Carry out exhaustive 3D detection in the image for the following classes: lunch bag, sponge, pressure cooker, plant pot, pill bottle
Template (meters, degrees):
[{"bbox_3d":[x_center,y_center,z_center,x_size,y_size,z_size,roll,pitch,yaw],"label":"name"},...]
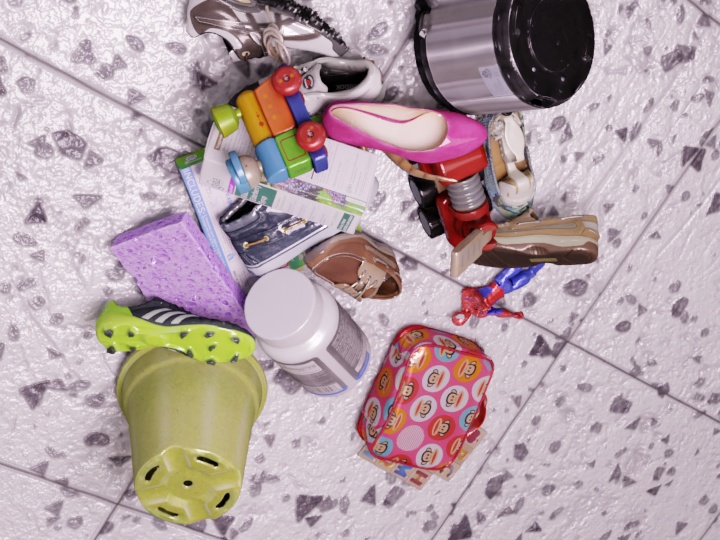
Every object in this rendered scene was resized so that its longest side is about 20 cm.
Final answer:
[{"bbox_3d":[0.105,0.187,1.715,0.176,0.082,0.200,16,106,-27],"label":"lunch bag"},{"bbox_3d":[-0.218,0.021,1.521,0.111,0.030,0.200,-17,123,21],"label":"sponge"},{"bbox_3d":[0.162,-0.280,1.466,0.178,0.200,0.177,-6,95,-40],"label":"pressure cooker"},{"bbox_3d":[-0.216,0.212,1.518,0.200,0.184,0.201,-3,126,-4],"label":"plant pot"},{"bbox_3d":[-0.068,0.081,1.544,0.114,0.114,0.200,-38,149,-1],"label":"pill bottle"}]

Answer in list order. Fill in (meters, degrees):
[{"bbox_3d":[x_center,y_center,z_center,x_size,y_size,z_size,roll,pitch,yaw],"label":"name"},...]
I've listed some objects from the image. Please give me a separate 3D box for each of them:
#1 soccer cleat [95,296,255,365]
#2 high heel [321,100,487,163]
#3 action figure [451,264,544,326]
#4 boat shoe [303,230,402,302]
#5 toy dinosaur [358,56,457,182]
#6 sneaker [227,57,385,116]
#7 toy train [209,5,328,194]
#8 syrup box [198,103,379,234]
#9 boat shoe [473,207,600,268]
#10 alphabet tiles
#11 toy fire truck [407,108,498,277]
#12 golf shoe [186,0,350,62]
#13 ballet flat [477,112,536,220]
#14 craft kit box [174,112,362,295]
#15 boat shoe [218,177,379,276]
[{"bbox_3d":[-0.229,0.070,1.494,0.199,0.081,0.068,6,128,-4],"label":"soccer cleat"},{"bbox_3d":[0.054,-0.173,1.419,0.199,0.096,0.068,7,82,1],"label":"high heel"},{"bbox_3d":[0.218,0.025,1.685,0.200,0.099,0.065,-36,121,1],"label":"action figure"},{"bbox_3d":[0.000,0.000,1.546,0.076,0.072,0.200,-37,158,24],"label":"boat shoe"},{"bbox_3d":[0.024,-0.168,1.489,0.106,0.200,0.060,-34,170,40],"label":"toy dinosaur"},{"bbox_3d":[-0.071,-0.220,1.437,0.199,0.089,0.074,-15,78,1],"label":"sneaker"},{"bbox_3d":[-0.120,-0.191,1.356,0.115,0.085,0.200,-23,79,-5],"label":"toy train"},{"bbox_3d":[-0.086,-0.120,1.422,0.199,0.079,0.082,17,68,-6],"label":"syrup box"},{"bbox_3d":[0.229,-0.049,1.641,0.199,0.076,0.072,1,157,18],"label":"boat shoe"},{"bbox_3d":[0.093,0.239,1.785,0.200,0.006,0.167,33,99,-30],"label":"alphabet tiles"},{"bbox_3d":[0.124,-0.091,1.529,0.128,0.200,0.176,-24,120,-10],"label":"toy fire truck"},{"bbox_3d":[-0.113,-0.285,1.425,0.199,0.078,0.095,21,108,-17],"label":"golf shoe"},{"bbox_3d":[0.202,-0.145,1.613,0.074,0.074,0.200,-25,121,-9],"label":"ballet flat"},{"bbox_3d":[-0.112,-0.087,1.532,0.197,0.049,0.200,-21,120,-8],"label":"craft kit box"},{"bbox_3d":[-0.076,-0.081,1.484,0.200,0.071,0.091,-35,123,-2],"label":"boat shoe"}]
